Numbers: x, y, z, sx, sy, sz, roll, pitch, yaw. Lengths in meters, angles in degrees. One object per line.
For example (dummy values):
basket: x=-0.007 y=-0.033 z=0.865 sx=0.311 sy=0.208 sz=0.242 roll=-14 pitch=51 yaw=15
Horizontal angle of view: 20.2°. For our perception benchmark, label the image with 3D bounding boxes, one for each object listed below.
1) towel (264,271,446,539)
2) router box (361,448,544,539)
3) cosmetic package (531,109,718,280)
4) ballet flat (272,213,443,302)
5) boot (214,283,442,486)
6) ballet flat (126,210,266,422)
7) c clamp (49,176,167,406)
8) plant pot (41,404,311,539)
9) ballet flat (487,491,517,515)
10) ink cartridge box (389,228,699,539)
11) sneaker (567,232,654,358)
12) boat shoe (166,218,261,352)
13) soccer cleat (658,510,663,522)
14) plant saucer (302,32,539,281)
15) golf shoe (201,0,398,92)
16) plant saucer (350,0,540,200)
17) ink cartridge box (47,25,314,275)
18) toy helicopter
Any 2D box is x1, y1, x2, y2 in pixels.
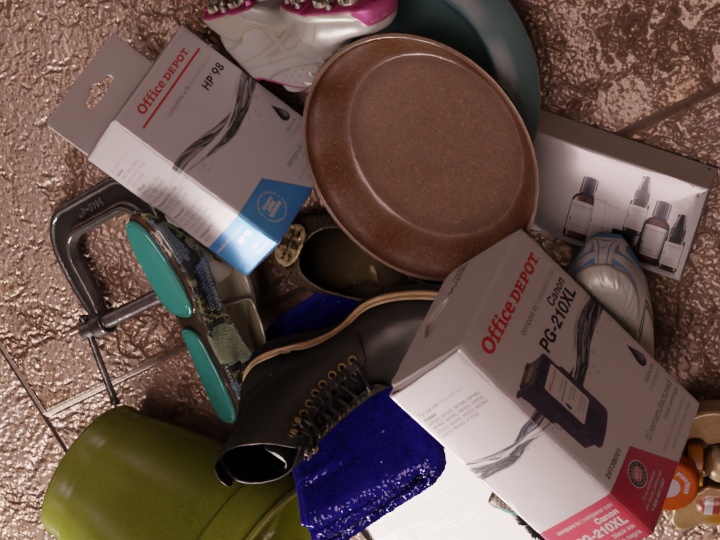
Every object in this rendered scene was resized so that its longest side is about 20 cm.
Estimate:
towel: x=-0.012 y=0.105 z=1.635 sx=0.147 sy=0.049 sz=0.201 roll=-37 pitch=53 yaw=30
router box: x=0.078 y=0.195 z=1.669 sx=0.150 sy=0.051 sz=0.200 roll=52 pitch=140 yaw=-6
cosmetic package: x=0.168 y=-0.067 z=1.564 sx=0.199 sy=0.051 sz=0.083 roll=19 pitch=116 yaw=11
ballet flat: x=0.000 y=0.000 z=1.610 sx=0.199 sy=0.046 sz=0.068 roll=24 pitch=98 yaw=36
boot: x=-0.012 y=0.095 z=1.527 sx=0.199 sy=0.139 sz=0.078 roll=-26 pitch=113 yaw=26
ballet flat: x=-0.123 y=0.026 z=1.626 sx=0.074 sy=0.074 sz=0.201 roll=-11 pitch=118 yaw=23
c clamp: x=-0.199 y=0.009 z=1.708 sx=0.200 sy=0.027 sz=0.172 roll=-32 pitch=85 yaw=52
plant pot: x=-0.163 y=0.217 z=1.739 sx=0.192 sy=0.200 sz=0.201 roll=32 pitch=120 yaw=17
ballet flat: x=0.123 y=0.094 z=1.575 sx=0.075 sy=0.202 sz=0.068 roll=10 pitch=156 yaw=-13
ink cartridge box: x=0.136 y=0.093 z=1.467 sx=0.200 sy=0.145 sz=0.084 roll=43 pitch=133 yaw=-12
sneaker: x=0.196 y=0.062 z=1.563 sx=0.071 sy=0.073 sz=0.201 roll=6 pitch=127 yaw=17
boat shoe: x=-0.119 y=-0.020 z=1.678 sx=0.072 sy=0.060 sz=0.203 roll=-7 pitch=110 yaw=28
soccer cleat: x=0.169 y=0.135 z=1.641 sx=0.199 sy=0.070 sz=0.087 roll=32 pitch=119 yaw=4
plant saucer: x=0.050 y=-0.089 z=1.513 sx=0.199 sy=0.037 sz=0.202 roll=16 pitch=124 yaw=25
golf shoe: x=-0.035 y=-0.184 z=1.552 sx=0.199 sy=0.075 sz=0.092 roll=6 pitch=130 yaw=50
plant saucer: x=0.048 y=-0.141 z=1.549 sx=0.199 sy=0.027 sz=0.202 roll=14 pitch=113 yaw=36
ink cartridge box: x=-0.131 y=-0.106 z=1.585 sx=0.199 sy=0.116 sz=0.067 roll=36 pitch=145 yaw=-9
toy helicopter: x=0.315 y=0.184 z=1.624 sx=0.132 sy=0.079 sz=0.201 roll=-26 pitch=113 yaw=18
